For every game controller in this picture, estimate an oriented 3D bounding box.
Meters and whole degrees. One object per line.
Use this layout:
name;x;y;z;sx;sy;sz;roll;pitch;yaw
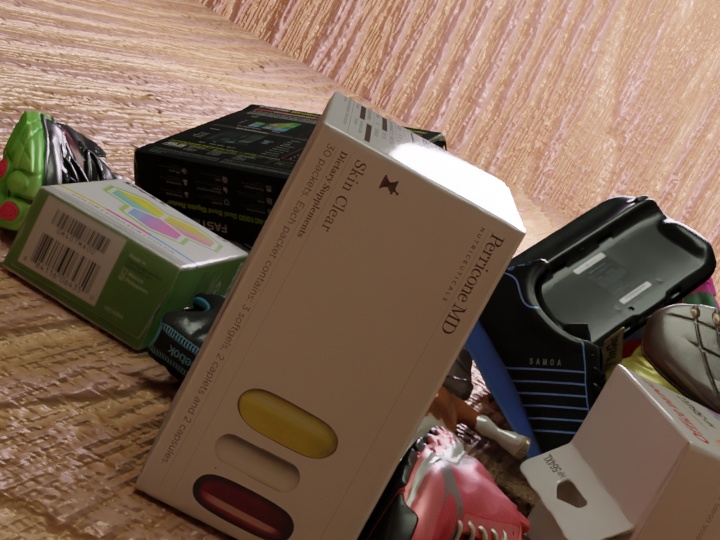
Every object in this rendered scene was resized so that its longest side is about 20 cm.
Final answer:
game controller;0.174;0.007;1.337;0.199;0.042;0.104;-31;60;-36

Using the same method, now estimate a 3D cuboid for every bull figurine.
bull figurine;0.032;0.090;1.152;0.121;0.065;0.200;28;10;-20

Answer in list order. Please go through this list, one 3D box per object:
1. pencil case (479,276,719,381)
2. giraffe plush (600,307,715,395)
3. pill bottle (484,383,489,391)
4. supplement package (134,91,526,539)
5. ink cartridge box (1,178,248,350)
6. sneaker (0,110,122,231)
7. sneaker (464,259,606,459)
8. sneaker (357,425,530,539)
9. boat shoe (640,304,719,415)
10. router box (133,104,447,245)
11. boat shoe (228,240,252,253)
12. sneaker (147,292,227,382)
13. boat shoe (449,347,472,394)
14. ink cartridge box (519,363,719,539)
pencil case;0.177;0.036;1.392;0.199;0.089;0.088;-14;26;-16
giraffe plush;0.231;0.135;1.296;0.163;0.172;0.200;56;8;20
pill bottle;0.211;0.096;1.479;0.199;0.116;0.116;30;10;7
supplement package;-0.014;0.029;0.926;0.110;0.201;0.156;27;10;-4
ink cartridge box;-0.139;-0.009;1.179;0.103;0.060;0.200;30;10;10
sneaker;-0.203;-0.065;1.239;0.083;0.077;0.200;23;11;-8
sneaker;0.137;0.088;1.208;0.201;0.078;0.070;60;8;7
sneaker;0.051;0.135;0.953;0.087;0.074;0.200;34;11;7
boat shoe;0.263;0.094;1.216;0.199;0.076;0.072;33;-36;-13
router box;-0.054;-0.072;1.406;0.199;0.063;0.150;13;26;35
boat shoe;-0.055;-0.026;1.480;0.073;0.068;0.199;33;11;27
sneaker;-0.069;0.036;1.115;0.082;0.074;0.200;28;9;4
boat shoe;0.047;0.036;1.285;0.071;0.069;0.200;8;-16;23
ink cartridge box;0.205;0.159;1.110;0.199;0.126;0.129;26;10;-20
